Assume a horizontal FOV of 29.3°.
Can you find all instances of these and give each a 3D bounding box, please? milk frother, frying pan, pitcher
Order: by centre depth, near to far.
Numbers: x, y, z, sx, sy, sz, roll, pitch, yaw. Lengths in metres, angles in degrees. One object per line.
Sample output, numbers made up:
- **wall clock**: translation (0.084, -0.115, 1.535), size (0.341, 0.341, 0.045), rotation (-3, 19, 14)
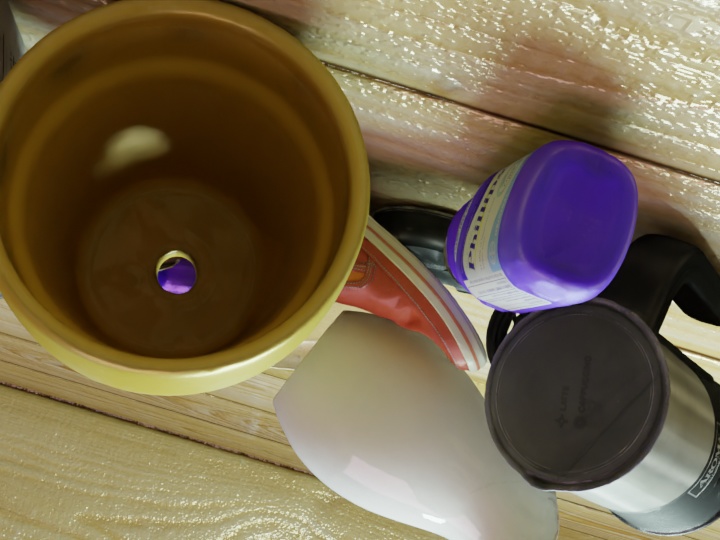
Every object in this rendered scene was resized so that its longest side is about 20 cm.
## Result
- **milk frother**: translation (0.138, 0.069, 0.906), size (0.200, 0.181, 0.188), rotation (1, 162, 31)
- **pitcher**: translation (0.049, 0.111, 0.954), size (0.200, 0.121, 0.172), rotation (38, -156, 1)
- **frying pan**: translation (0.060, -0.005, 1.028), size (0.115, 0.031, 0.190), rotation (18, 164, 4)

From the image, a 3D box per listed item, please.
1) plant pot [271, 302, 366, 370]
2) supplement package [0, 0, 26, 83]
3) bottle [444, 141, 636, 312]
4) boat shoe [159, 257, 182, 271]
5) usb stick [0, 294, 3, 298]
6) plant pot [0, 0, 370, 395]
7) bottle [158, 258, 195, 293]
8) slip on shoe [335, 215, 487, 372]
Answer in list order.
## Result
- **plant pot**: translation (-0.038, 0.036, 1.011), size (0.199, 0.028, 0.200), rotation (1, 161, 0)
- **supplement package**: translation (-0.254, -0.096, 0.796), size (0.113, 0.110, 0.200), rotation (-2, 166, -6)
- **bottle**: translation (0.093, -0.019, 0.786), size (0.065, 0.084, 0.200), rotation (21, 173, -8)
- **boat shoe**: translation (-0.204, -0.012, 0.938), size (0.202, 0.075, 0.075), rotation (-9, 146, -23)
- **usb stick**: translation (-0.236, 0.001, 1.059), size (0.055, 0.033, 0.200), rotation (-5, -178, 29)
- **plant pot**: translation (-0.104, -0.021, 0.768), size (0.200, 0.201, 0.189), rotation (17, 163, -2)
- **bottle**: translation (-0.114, -0.002, 1.050), size (0.199, 0.065, 0.084), rotation (3, 168, -19)
- **slip on shoe**: translation (0.000, 0.000, 0.882), size (0.200, 0.061, 0.074), rotation (41, 178, 9)
